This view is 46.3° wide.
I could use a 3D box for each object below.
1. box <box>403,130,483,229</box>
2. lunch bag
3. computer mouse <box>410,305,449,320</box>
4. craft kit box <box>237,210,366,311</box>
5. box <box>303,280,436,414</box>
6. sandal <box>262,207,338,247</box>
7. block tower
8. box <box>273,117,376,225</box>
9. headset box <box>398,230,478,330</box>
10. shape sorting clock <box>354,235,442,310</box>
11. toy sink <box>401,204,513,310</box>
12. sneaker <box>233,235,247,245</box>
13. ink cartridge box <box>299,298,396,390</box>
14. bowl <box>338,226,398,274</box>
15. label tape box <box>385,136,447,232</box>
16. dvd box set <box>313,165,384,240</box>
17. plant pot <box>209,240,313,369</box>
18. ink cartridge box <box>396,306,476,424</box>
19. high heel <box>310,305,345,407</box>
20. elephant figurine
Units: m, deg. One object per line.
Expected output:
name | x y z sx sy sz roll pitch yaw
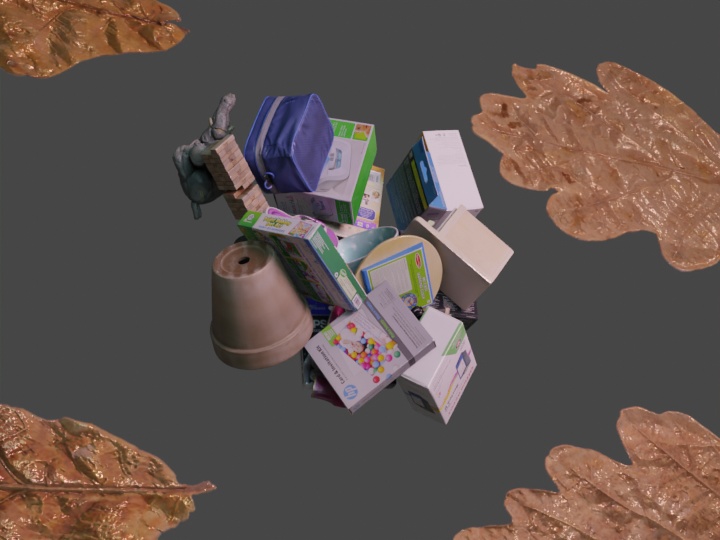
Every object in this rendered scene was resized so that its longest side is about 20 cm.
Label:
box | 0.184 -0.196 1.900 0.096 0.125 0.204 -5 66 -23
lunch bag | -0.150 -0.244 1.672 0.130 0.137 0.203 1 54 25
computer mouse | 0.144 0.113 1.704 0.197 0.141 0.047 9 45 -39
craft kit box | -0.108 -0.017 1.558 0.049 0.195 0.201 -56 136 -26
box | 0.016 0.138 1.548 0.199 0.041 0.157 -37 63 -4
sandal | -0.106 -0.080 1.652 0.201 0.050 0.084 13 47 -47
block tower | -0.236 -0.161 1.628 0.054 0.057 0.202 -49 130 -36
box | -0.073 -0.215 1.787 0.173 0.097 0.203 12 62 11
headset box | 0.149 0.021 1.796 0.170 0.093 0.204 6 62 -18
shape sorting clock | 0.070 0.023 1.635 0.196 0.204 0.039 -2 30 -22
toy sink | 0.189 -0.044 1.714 0.199 0.131 0.112 40 57 4
sneaker | -0.151 -0.028 1.715 0.198 0.067 0.110 -12 68 -22
ink cartridge box | -0.031 0.138 1.696 0.194 0.043 0.204 2 64 -20
bowl | 0.000 0.000 1.707 0.199 0.199 0.107 -32 110 -31
label tape box | 0.132 -0.174 1.823 0.065 0.200 0.146 -4 66 -25
dvd box set | -0.026 -0.152 1.848 0.143 0.029 0.204 14 61 -14
plant pot | -0.195 0.049 1.548 0.195 0.176 0.202 -7 35 5
ink cartridge box | 0.147 0.188 1.631 0.086 0.201 0.147 23 69 25
high heel | -0.030 0.159 1.616 0.094 0.068 0.204 13 67 -2
elephant figurine | -0.302 -0.239 1.732 0.142 0.153 0.202 55 22 -29
